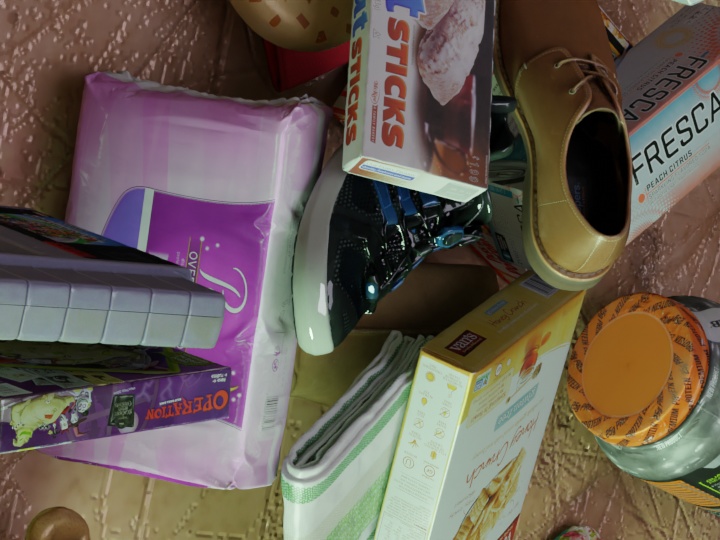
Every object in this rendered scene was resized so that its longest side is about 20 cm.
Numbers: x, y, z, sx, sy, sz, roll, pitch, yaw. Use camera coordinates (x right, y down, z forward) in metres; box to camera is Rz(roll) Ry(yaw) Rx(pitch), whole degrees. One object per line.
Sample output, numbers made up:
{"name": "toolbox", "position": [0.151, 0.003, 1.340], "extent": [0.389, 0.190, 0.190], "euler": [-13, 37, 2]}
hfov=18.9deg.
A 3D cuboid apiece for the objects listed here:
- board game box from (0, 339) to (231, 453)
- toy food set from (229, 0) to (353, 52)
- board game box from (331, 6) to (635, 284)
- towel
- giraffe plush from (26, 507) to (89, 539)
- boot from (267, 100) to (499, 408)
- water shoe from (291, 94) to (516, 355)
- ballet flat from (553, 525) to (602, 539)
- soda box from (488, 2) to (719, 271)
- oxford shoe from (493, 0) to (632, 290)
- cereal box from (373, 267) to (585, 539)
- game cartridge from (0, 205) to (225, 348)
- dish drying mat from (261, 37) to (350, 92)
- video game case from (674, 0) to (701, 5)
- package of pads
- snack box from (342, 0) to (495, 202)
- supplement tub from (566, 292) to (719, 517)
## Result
{"name": "board game box", "position": [-0.165, 0.040, 0.978], "extent": [0.120, 0.200, 0.032], "euler": [-11, 108, -39]}
{"name": "toy food set", "position": [0.000, -0.223, 1.139], "extent": [0.200, 0.049, 0.198], "euler": [-16, 98, -24]}
{"name": "board game box", "position": [0.090, -0.097, 1.263], "extent": [0.200, 0.046, 0.152], "euler": [42, 75, -42]}
{"name": "towel", "position": [-0.011, 0.144, 1.188], "extent": [0.149, 0.031, 0.200], "euler": [-43, 150, -47]}
{"name": "giraffe plush", "position": [-0.197, 0.195, 1.031], "extent": [0.162, 0.173, 0.200], "euler": [-2, 65, -51]}
{"name": "boot", "position": [0.000, 0.000, 1.211], "extent": [0.200, 0.066, 0.175], "euler": [6, 107, -41]}
{"name": "water shoe", "position": [0.025, -0.035, 1.091], "extent": [0.072, 0.079, 0.200], "euler": [85, 22, -45]}
{"name": "ballet flat", "position": [0.114, 0.252, 1.362], "extent": [0.200, 0.064, 0.076], "euler": [-55, 128, -19]}
{"name": "soda box", "position": [0.161, -0.077, 1.253], "extent": [0.200, 0.068, 0.064], "euler": [-38, 125, -26]}
{"name": "oxford shoe", "position": [0.117, -0.095, 1.158], "extent": [0.071, 0.071, 0.200], "euler": [-3, 71, -18]}
{"name": "cereal box", "position": [0.061, 0.109, 1.230], "extent": [0.144, 0.040, 0.200], "euler": [-34, 142, -53]}
{"name": "game cartridge", "position": [-0.166, -0.005, 0.968], "extent": [0.130, 0.200, 0.038], "euler": [-1, 104, -42]}
{"name": "dish drying mat", "position": [0.022, -0.171, 1.220], "extent": [0.200, 0.018, 0.077], "euler": [-29, 119, -34]}
{"name": "video game case", "position": [0.123, -0.244, 1.160], "extent": [0.045, 0.200, 0.181], "euler": [-26, 110, -10]}
{"name": "package of pads", "position": [-0.088, 0.004, 1.088], "extent": [0.076, 0.120, 0.200], "euler": [-6, 105, -75]}
{"name": "snack box", "position": [0.032, -0.137, 1.086], "extent": [0.072, 0.024, 0.200], "euler": [13, 68, -25]}
{"name": "supplement tub", "position": [0.230, 0.091, 1.391], "extent": [0.200, 0.122, 0.123], "euler": [28, 81, -42]}
